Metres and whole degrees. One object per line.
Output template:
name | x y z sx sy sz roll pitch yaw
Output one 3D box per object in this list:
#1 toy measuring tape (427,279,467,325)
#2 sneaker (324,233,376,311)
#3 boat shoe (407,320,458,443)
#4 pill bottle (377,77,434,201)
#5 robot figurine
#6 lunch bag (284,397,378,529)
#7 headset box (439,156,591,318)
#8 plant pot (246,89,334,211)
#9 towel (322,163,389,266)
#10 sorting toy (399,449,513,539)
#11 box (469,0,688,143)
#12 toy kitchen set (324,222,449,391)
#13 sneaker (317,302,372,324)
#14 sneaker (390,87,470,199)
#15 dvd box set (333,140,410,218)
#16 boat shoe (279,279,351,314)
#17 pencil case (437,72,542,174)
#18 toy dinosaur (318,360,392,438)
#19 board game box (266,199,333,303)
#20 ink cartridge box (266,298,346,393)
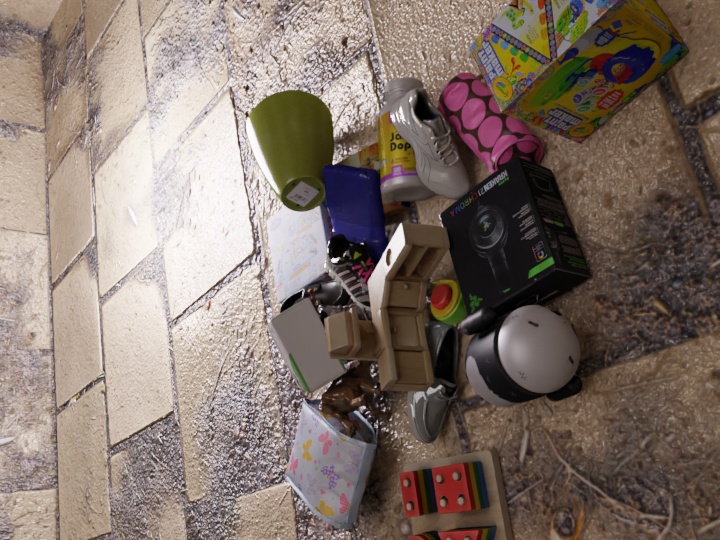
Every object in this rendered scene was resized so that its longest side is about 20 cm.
toy measuring tape | 0.128 0.054 1.178 0.199 0.072 0.075 -1 84 56
sneaker | 0.000 0.000 1.263 0.199 0.073 0.089 39 148 37
boat shoe | 0.127 0.186 1.157 0.071 0.069 0.205 -3 79 54
pill bottle | 0.083 -0.233 1.242 0.103 0.103 0.205 -14 74 47
robot figurine | 0.225 0.122 0.991 0.200 0.147 0.127 130 138 -64
lunch bag | -0.041 0.355 1.291 0.199 0.125 0.173 26 104 59
headset box | 0.228 -0.032 1.050 0.173 0.092 0.204 -36 57 41
plant pot | -0.128 -0.221 1.398 0.187 0.185 0.203 -47 42 34
towel | -0.001 -0.099 1.310 0.146 0.049 0.204 16 125 45
sorting toy | 0.140 0.404 1.113 0.198 0.069 0.203 -25 66 44
box | 0.291 -0.298 0.936 0.192 0.197 0.124 -42 56 38
toy kitchen set | 0.044 0.059 1.087 0.181 0.160 0.203 119 149 -52
sneaker | -0.016 0.088 1.303 0.198 0.114 0.077 -23 68 45
sneaker | 0.120 -0.207 1.147 0.202 0.074 0.087 56 162 -1
dvd box set | 0.014 -0.166 1.368 0.198 0.029 0.150 -17 72 46
boat shoe | -0.091 0.066 1.437 0.200 0.062 0.075 -26 63 43
pencil case | 0.201 -0.228 1.119 0.093 0.091 0.201 -33 51 0
toy dinosaur | -0.028 0.226 1.262 0.134 0.198 0.088 22 114 36
board game box | -0.124 -0.056 1.505 0.199 0.041 0.203 -30 63 43
ink cartridge box | -0.105 0.141 1.289 0.148 0.083 0.200 61 167 2
